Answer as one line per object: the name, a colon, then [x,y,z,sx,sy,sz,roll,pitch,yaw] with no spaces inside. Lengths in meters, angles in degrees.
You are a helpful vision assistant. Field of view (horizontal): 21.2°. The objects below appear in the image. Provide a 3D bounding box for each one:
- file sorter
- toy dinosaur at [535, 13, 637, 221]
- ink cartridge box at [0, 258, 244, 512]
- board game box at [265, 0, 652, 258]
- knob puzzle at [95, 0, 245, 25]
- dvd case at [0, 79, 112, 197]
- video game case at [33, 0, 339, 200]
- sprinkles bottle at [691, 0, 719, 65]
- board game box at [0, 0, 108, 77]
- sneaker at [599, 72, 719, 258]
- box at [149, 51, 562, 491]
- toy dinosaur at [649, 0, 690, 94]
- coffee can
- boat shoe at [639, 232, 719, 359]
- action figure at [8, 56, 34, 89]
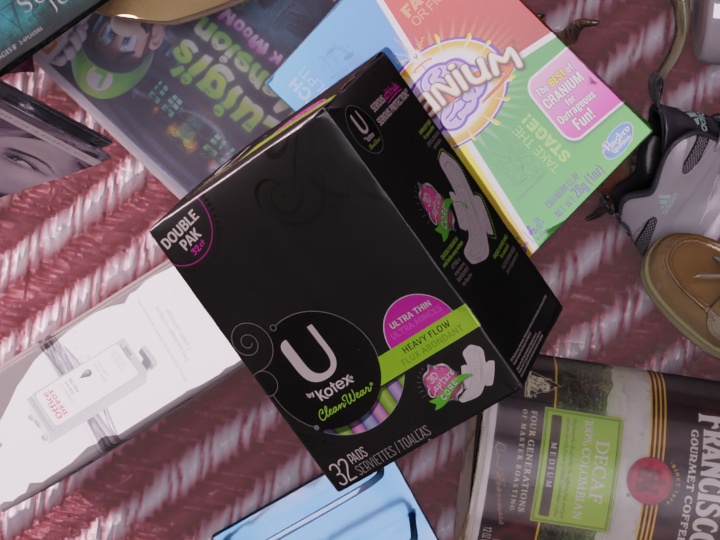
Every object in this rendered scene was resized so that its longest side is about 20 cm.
file sorter: [0.003,0.241,1.278,0.138,0.123,0.201,-29,92,2]
toy dinosaur: [0.091,-0.104,1.285,0.198,0.086,0.137,5,99,6]
ink cartridge box: [-0.158,0.066,1.259,0.199,0.147,0.083,-32,89,3]
board game box: [0.062,-0.105,1.222,0.200,0.040,0.153,43,100,-2]
knob puzzle: [-0.116,-0.247,1.274,0.218,0.030,0.222,-5,78,26]
dvd case: [-0.266,-0.088,1.211,0.148,0.199,0.016,28,65,-31]
video game case: [-0.102,-0.154,1.286,0.200,0.023,0.182,42,93,14]
sprinkles bottle: [0.324,-0.166,1.284,0.198,0.068,0.069,4,92,0]
board game box: [-0.186,-0.230,1.195,0.200,0.028,0.136,-38,93,-13]
sneaker: [0.245,-0.088,1.271,0.200,0.078,0.140,-44,106,1]
box: [0.000,0.000,1.169,0.148,0.124,0.201,-32,98,26]
toy dinosaur: [0.210,-0.219,1.273,0.047,0.088,0.202,1,92,0]
coffee can: [0.168,0.135,1.260,0.198,0.146,0.148,8,92,1]
boat shoe: [0.272,0.031,1.218,0.199,0.063,0.074,29,66,3]
action figure: [-0.258,-0.220,1.244,0.133,0.149,0.202,16,111,25]
